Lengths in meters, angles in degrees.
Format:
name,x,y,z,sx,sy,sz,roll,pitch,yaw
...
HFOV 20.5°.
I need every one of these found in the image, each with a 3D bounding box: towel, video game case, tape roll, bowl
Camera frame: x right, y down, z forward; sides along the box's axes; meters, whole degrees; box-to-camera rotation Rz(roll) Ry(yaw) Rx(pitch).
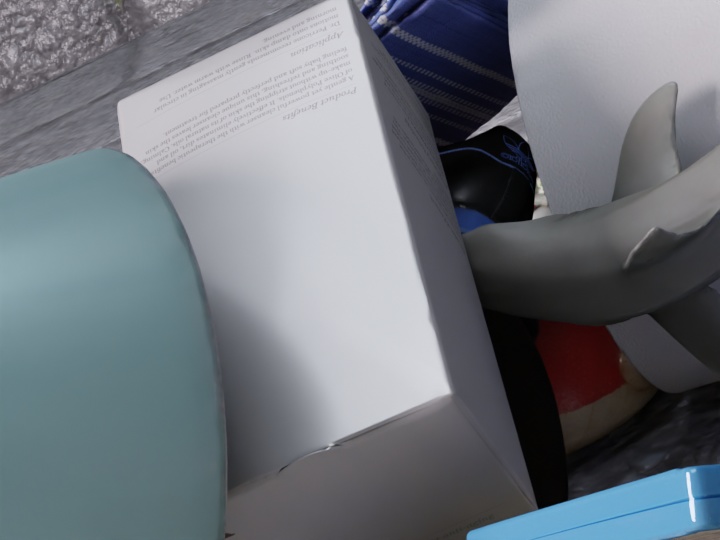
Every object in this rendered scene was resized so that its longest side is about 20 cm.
name,x,y,z,sx,sy,sz,roll,pitch,yaw
towel,-0.013,-0.055,0.861,0.200,0.024,0.145,-38,-22,20
video game case,0.148,0.065,0.566,0.199,0.018,0.143,-3,-13,-20
tape roll,0.165,-0.063,0.838,0.139,0.203,0.203,-19,18,24
bowl,-0.131,0.058,0.656,0.105,0.202,0.201,0,2,-30

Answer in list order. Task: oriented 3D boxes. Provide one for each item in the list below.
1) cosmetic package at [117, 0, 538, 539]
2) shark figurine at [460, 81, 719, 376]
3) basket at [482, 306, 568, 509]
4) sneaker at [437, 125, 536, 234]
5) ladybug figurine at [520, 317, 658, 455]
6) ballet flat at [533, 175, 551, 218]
name,x,y,z,sx,sy,sz,roll,pitch,yaw
cosmetic package,-0.017,0.008,0.716,0.107,0.085,0.200,-23,49,13
shark figurine,0.120,-0.039,0.692,0.215,0.128,0.089,-54,-19,24
basket,-0.027,0.083,0.815,0.199,0.137,0.180,-14,5,24
sneaker,0.000,0.000,0.880,0.200,0.070,0.078,-23,31,40
ladybug figurine,0.052,0.043,0.916,0.200,0.072,0.136,-11,22,43
ballet flat,0.066,0.005,1.057,0.200,0.076,0.064,-36,49,-17
